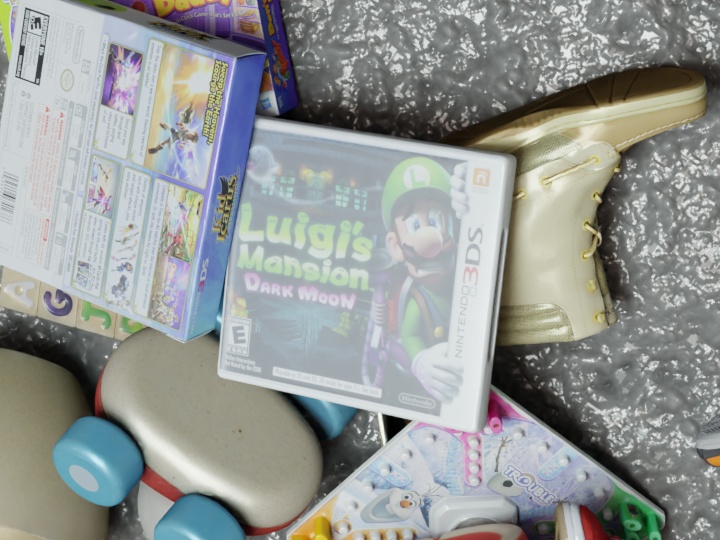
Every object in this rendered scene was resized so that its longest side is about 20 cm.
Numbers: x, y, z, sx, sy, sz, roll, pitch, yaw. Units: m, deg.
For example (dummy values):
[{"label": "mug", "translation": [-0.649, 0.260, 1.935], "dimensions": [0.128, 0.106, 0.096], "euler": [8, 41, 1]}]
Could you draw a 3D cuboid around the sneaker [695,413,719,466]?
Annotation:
[{"label": "sneaker", "translation": [0.327, 0.132, 1.216], "dimensions": [0.198, 0.078, 0.113], "euler": [-12, 102, 21]}]

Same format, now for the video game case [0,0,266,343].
[{"label": "video game case", "translation": [-0.166, -0.076, 1.259], "dimensions": [0.180, 0.045, 0.202], "euler": [21, 110, 24]}]

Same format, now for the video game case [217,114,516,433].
[{"label": "video game case", "translation": [0.000, 0.000, 1.224], "dimensions": [0.198, 0.023, 0.184], "euler": [11, 100, 25]}]

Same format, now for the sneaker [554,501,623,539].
[{"label": "sneaker", "translation": [0.197, 0.227, 1.266], "dimensions": [0.111, 0.072, 0.201], "euler": [-8, 132, 11]}]

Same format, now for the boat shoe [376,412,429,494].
[{"label": "boat shoe", "translation": [0.049, 0.062, 1.291], "dimensions": [0.074, 0.068, 0.202], "euler": [5, 108, 17]}]

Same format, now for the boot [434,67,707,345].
[{"label": "boot", "translation": [0.154, -0.040, 1.224], "dimensions": [0.198, 0.073, 0.157], "euler": [-18, 104, 16]}]

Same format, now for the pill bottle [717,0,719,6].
[{"label": "pill bottle", "translation": [0.260, -0.209, 1.111], "dimensions": [0.113, 0.114, 0.202], "euler": [-20, 99, 23]}]

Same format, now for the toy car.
[{"label": "toy car", "translation": [-0.127, 0.148, 1.350], "dimensions": [0.176, 0.185, 0.200], "euler": [37, 143, 4]}]

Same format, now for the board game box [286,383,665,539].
[{"label": "board game box", "translation": [0.082, 0.189, 1.299], "dimensions": [0.199, 0.026, 0.200], "euler": [36, 117, -23]}]

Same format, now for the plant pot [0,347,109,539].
[{"label": "plant pot", "translation": [-0.274, 0.134, 1.375], "dimensions": [0.198, 0.200, 0.136], "euler": [7, 73, 16]}]

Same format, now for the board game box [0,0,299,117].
[{"label": "board game box", "translation": [-0.153, -0.165, 1.296], "dimensions": [0.198, 0.045, 0.136], "euler": [-7, 101, 19]}]

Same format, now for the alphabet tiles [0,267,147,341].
[{"label": "alphabet tiles", "translation": [-0.188, -0.046, 1.371], "dimensions": [0.165, 0.008, 0.202], "euler": [14, 111, 14]}]

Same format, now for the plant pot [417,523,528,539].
[{"label": "plant pot", "translation": [0.064, 0.275, 1.214], "dimensions": [0.199, 0.200, 0.179], "euler": [-16, 92, 22]}]
